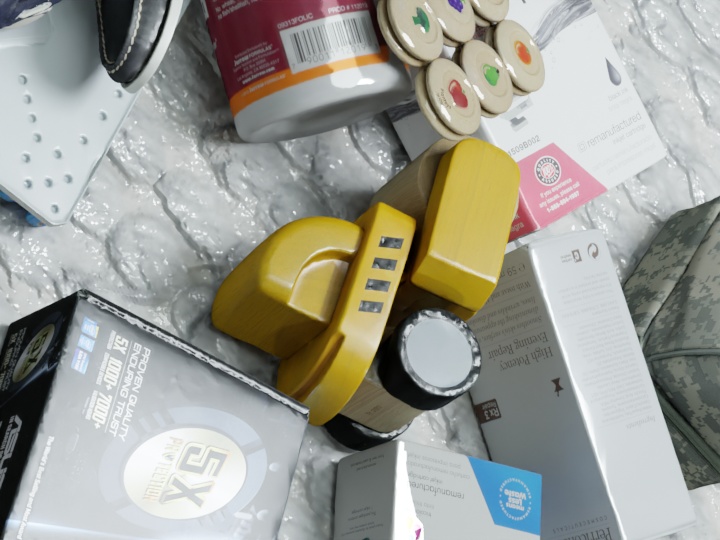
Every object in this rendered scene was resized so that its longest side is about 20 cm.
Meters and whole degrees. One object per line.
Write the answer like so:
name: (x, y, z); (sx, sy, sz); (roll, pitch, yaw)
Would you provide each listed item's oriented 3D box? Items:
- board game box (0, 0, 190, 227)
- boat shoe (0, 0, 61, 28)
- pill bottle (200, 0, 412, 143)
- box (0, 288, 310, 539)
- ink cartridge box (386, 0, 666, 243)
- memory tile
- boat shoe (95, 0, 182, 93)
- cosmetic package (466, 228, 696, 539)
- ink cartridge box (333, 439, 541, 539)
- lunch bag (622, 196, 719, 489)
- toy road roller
board game box: (-0.214, -0.155, 1.434); (0.200, 0.026, 0.200); (39, 56, -21)
boat shoe: (-0.198, -0.171, 1.326); (0.075, 0.093, 0.200); (56, 22, -2)
pill bottle: (-0.048, -0.189, 1.515); (0.114, 0.114, 0.200); (-11, 82, -39)
box: (-0.136, 0.139, 1.360); (0.164, 0.086, 0.200); (31, 59, -27)
ink cartridge box: (0.091, -0.129, 1.619); (0.146, 0.083, 0.200); (-29, 94, -39)
memory tile: (0.042, -0.185, 1.510); (0.200, 0.017, 0.153); (62, 34, -3)
boat shoe: (-0.140, -0.199, 1.442); (0.060, 0.074, 0.200); (20, 61, -31)
cosmetic package: (0.130, 0.084, 1.570); (0.074, 0.102, 0.200); (-12, 82, -38)
ink cartridge box: (0.044, 0.214, 1.483); (0.116, 0.067, 0.200); (16, 67, -32)
lunch bag: (0.266, 0.040, 1.633); (0.139, 0.168, 0.200); (49, 53, -14)
toy road roller: (0.000, 0.000, 1.489); (0.146, 0.123, 0.200); (26, 61, -15)
